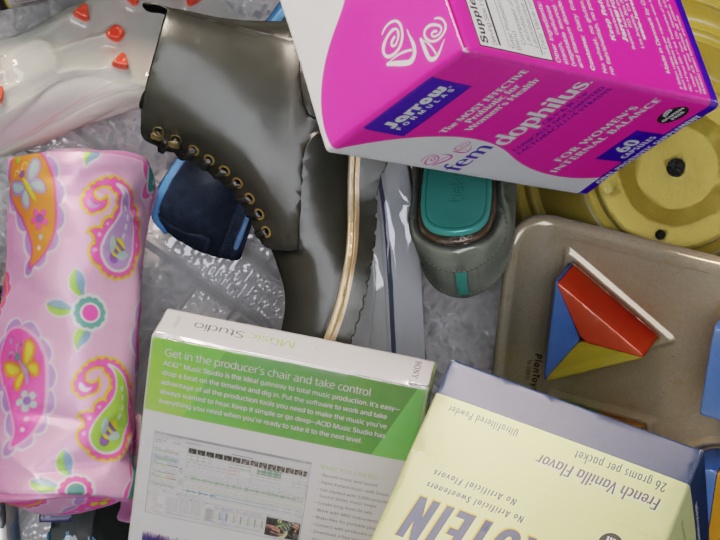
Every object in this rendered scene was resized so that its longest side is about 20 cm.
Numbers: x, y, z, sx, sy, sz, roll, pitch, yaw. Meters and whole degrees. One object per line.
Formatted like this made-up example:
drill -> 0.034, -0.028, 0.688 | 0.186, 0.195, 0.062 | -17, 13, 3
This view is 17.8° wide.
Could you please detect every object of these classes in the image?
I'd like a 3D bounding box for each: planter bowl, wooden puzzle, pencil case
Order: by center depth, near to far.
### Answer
pencil case -> -0.154, 0.034, 1.233 | 0.087, 0.087, 0.200 | 2, 82, -3
wooden puzzle -> 0.166, 0.077, 1.253 | 0.200, 0.046, 0.185 | 12, 118, 15
planter bowl -> 0.169, -0.059, 1.280 | 0.200, 0.083, 0.201 | 0, 95, -3

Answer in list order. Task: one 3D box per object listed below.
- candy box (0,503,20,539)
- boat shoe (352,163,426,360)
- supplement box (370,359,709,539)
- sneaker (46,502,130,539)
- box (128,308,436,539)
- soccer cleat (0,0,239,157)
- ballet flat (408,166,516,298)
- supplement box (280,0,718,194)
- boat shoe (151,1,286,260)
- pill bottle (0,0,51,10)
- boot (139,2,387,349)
candy box -> -0.279, 0.089, 1.273 | 0.168, 0.072, 0.200 | -5, 96, -3
boat shoe -> 0.000, 0.000, 1.286 | 0.066, 0.072, 0.200 | -4, 100, -1
supplement box -> 0.078, 0.186, 1.157 | 0.134, 0.200, 0.200 | 19, 72, 17
sneaker -> -0.124, 0.221, 1.288 | 0.082, 0.073, 0.200 | -6, 96, 8
box -> -0.047, 0.126, 1.201 | 0.144, 0.036, 0.200 | 11, 117, 4
soccer cleat -> -0.162, -0.107, 1.270 | 0.200, 0.078, 0.069 | -18, 76, -21
ballet flat -> 0.057, -0.072, 1.261 | 0.067, 0.064, 0.200 | 0, 52, 10
supplement box -> 0.071, -0.113, 1.154 | 0.101, 0.200, 0.103 | -34, 61, 38
boat shoe -> -0.040, -0.097, 1.275 | 0.069, 0.084, 0.200 | 33, 109, -5
pill bottle -> -0.127, -0.210, 1.234 | 0.200, 0.114, 0.114 | -11, 96, -3
boot -> -0.060, -0.038, 1.206 | 0.138, 0.077, 0.200 | 9, 86, -8
